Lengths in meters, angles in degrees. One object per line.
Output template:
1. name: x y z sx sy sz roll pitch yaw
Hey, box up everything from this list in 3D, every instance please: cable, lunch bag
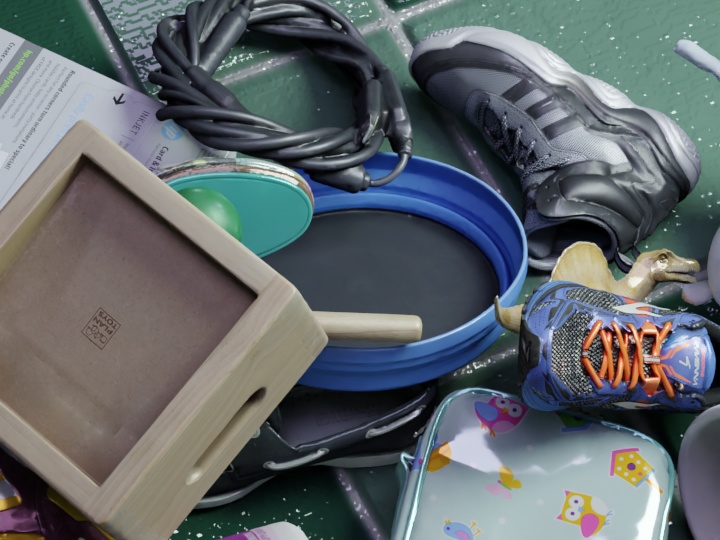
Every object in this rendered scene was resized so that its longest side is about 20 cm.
1. cable: -0.054 -0.116 1.514 0.162 0.051 0.201 4 36 -14
2. lunch bag: 0.087 0.169 1.368 0.159 0.077 0.201 13 58 5

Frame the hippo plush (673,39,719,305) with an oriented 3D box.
1. hippo plush: 0.280 -0.036 1.439 0.200 0.159 0.161 42 56 -23

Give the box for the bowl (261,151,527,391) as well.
1. bowl: 0.000 0.000 1.448 0.199 0.040 0.201 -1 37 1

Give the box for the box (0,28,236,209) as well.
1. box: -0.196 -0.055 1.477 0.199 0.041 0.157 24 59 9

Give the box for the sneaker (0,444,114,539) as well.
1. sneaker: -0.228 0.122 1.363 0.199 0.075 0.090 29 68 8

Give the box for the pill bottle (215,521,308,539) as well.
1. pill bottle: -0.113 0.213 1.300 0.198 0.113 0.113 -16 61 -15

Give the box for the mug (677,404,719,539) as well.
1. mug: 0.288 0.131 1.397 0.153 0.188 0.149 -27 30 -30

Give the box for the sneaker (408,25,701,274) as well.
1. sneaker: 0.106 -0.072 1.517 0.199 0.076 0.114 26 57 8

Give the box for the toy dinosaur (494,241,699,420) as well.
1. toy dinosaur: 0.123 0.035 1.432 0.058 0.102 0.199 7 14 42

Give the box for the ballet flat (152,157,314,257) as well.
1. ballet flat: -0.128 -0.027 1.409 0.199 0.070 0.071 -17 23 -15

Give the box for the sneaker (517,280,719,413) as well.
1. sneaker: 0.159 0.045 1.371 0.199 0.078 0.076 3 89 -48

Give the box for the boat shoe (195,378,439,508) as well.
1. boat shoe: -0.051 0.085 1.415 0.198 0.060 0.076 -14 61 -14

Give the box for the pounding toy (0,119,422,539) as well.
1. pounding toy: -0.103 0.035 1.305 0.184 0.142 0.200 38 83 17
